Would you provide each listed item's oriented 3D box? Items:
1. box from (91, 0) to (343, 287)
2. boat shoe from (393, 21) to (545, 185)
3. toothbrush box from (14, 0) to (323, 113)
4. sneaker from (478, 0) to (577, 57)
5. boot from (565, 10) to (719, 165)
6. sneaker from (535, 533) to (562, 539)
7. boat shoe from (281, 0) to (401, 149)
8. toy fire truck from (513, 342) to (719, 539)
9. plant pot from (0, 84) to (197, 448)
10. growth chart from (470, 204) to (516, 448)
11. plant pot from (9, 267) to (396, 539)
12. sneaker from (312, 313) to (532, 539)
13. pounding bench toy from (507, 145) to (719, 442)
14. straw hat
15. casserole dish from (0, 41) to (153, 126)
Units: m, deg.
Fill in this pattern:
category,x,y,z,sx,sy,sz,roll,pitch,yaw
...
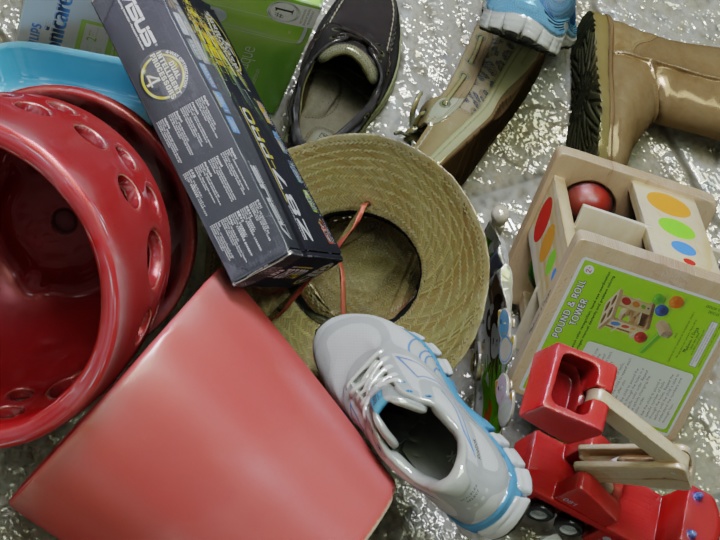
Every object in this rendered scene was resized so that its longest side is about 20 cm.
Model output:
category,x,y,z,sx,sy,sz,roll,pitch,yaw
box,-0.089,-0.085,1.308,0.049,0.161,0.200,-28,83,11
boat shoe,0.070,-0.115,1.520,0.063,0.073,0.200,31,46,9
toothbrush box,-0.134,-0.203,1.455,0.200,0.146,0.086,14,60,-11
sneaker,0.141,-0.217,1.538,0.078,0.090,0.200,21,14,-1
boot,0.264,-0.114,1.579,0.200,0.066,0.175,13,60,-12
sneaker,0.083,0.266,1.317,0.200,0.073,0.114,-40,83,-20
boat shoe,-0.008,-0.143,1.508,0.073,0.065,0.200,19,57,-5
toy fire truck,0.168,0.130,1.331,0.200,0.141,0.049,28,57,-18
plant pot,-0.207,-0.016,1.232,0.200,0.201,0.183,33,21,2
growth chart,0.086,0.057,1.386,0.018,0.145,0.200,6,63,-6
plant pot,-0.087,0.127,1.274,0.177,0.200,0.200,42,58,-3
sneaker,0.026,0.083,1.290,0.075,0.087,0.200,-51,50,4
pounding bench toy,0.163,0.040,1.437,0.124,0.200,0.156,17,27,-10
straw hat,0.000,0.000,1.414,0.201,0.085,0.202,0,90,15
casserole dish,-0.215,-0.100,1.390,0.200,0.039,0.121,13,47,31
